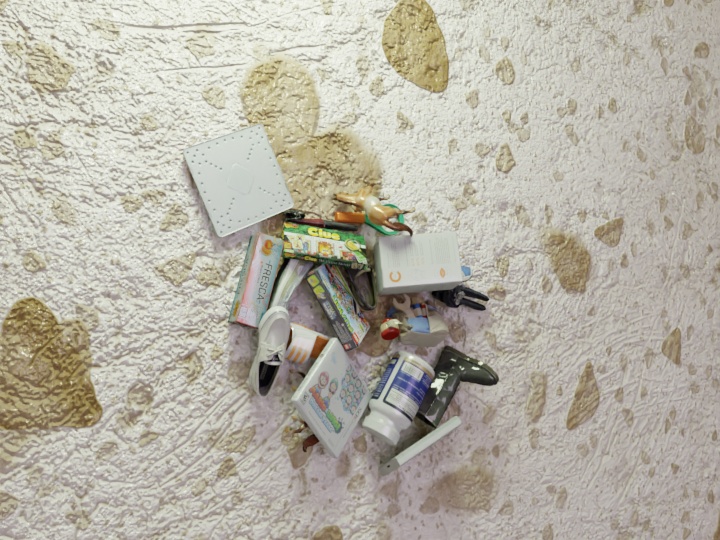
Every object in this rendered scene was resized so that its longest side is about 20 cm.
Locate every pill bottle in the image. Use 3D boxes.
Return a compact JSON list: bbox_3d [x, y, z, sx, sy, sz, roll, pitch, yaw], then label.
[{"bbox_3d":[0.089,0.308,1.454,0.115,0.115,0.202,39,69,-21],"label":"pill bottle"}]

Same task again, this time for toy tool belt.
[{"bbox_3d":[0.123,0.118,1.504,0.197,0.125,0.125,10,50,-31],"label":"toy tool belt"}]

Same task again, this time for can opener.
[{"bbox_3d":[0.280,0.070,1.607,0.197,0.078,0.065,10,107,-38],"label":"can opener"}]

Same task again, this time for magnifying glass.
[{"bbox_3d":[0.026,-0.130,1.510,0.196,0.022,0.082,0,86,-29],"label":"magnifying glass"}]

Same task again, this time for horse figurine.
[{"bbox_3d":[0.044,-0.151,1.438,0.131,0.051,0.200,-20,52,-36],"label":"horse figurine"},{"bbox_3d":[-0.106,0.308,1.376,0.131,0.049,0.205,12,73,-37],"label":"horse figurine"}]

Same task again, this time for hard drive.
[{"bbox_3d":[0.145,0.429,1.468,0.197,0.132,0.027,-24,72,-29],"label":"hard drive"}]

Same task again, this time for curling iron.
[{"bbox_3d":[-0.092,-0.111,1.428,0.197,0.049,0.026,11,80,-31],"label":"curling iron"}]

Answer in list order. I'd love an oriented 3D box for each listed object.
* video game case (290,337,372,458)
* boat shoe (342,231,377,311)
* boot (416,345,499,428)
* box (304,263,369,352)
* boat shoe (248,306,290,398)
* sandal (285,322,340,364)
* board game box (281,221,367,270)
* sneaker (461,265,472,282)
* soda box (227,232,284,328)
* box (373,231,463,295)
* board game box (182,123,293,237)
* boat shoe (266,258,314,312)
[{"bbox_3d":[-0.060,0.290,1.371,0.183,0.023,0.202,-55,128,-36],"label":"video game case"},{"bbox_3d":[0.000,0.000,1.458,0.072,0.065,0.204,-24,96,-27],"label":"boat shoe"},{"bbox_3d":[0.232,0.307,1.522,0.201,0.179,0.073,-51,150,-32],"label":"boot"},{"bbox_3d":[-0.051,0.076,1.407,0.203,0.034,0.110,62,25,-12],"label":"box"},{"bbox_3d":[-0.191,0.177,1.285,0.071,0.066,0.203,12,109,-29],"label":"boat shoe"},{"bbox_3d":[-0.113,0.176,1.368,0.203,0.059,0.081,15,105,-28],"label":"sandal"},{"bbox_3d":[-0.082,-0.056,1.383,0.196,0.024,0.106,9,39,-15],"label":"board game box"},{"bbox_3d":[0.214,-0.006,1.574,0.196,0.075,0.079,1,88,-30],"label":"sneaker"},{"bbox_3d":[-0.229,0.024,1.323,0.063,0.068,0.204,20,77,-27],"label":"soda box"},{"bbox_3d":[0.138,-0.016,1.474,0.195,0.098,0.127,-4,77,-8],"label":"box"},{"bbox_3d":[-0.270,-0.202,1.345,0.198,0.026,0.203,-26,99,-28],"label":"board game box"},{"bbox_3d":[-0.167,0.049,1.356,0.064,0.074,0.205,30,65,-20],"label":"boat shoe"}]
